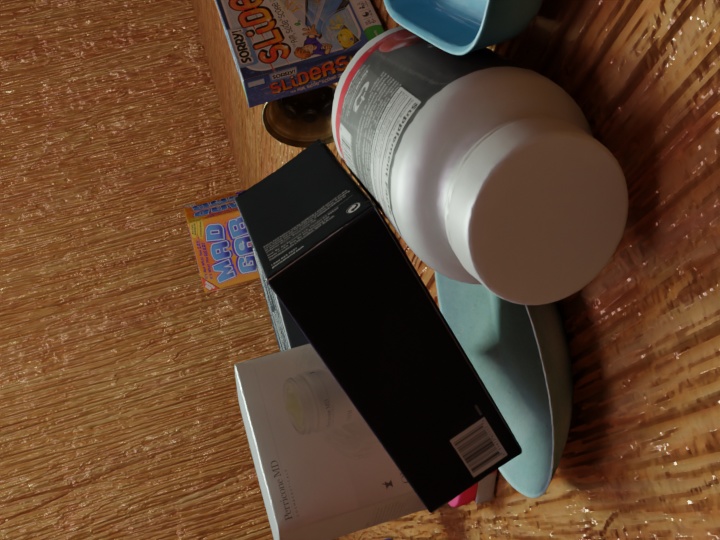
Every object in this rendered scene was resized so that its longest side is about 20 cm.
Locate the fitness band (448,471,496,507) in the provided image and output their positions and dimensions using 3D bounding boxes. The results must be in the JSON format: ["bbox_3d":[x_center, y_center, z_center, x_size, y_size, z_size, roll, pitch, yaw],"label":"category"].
[{"bbox_3d":[0.081,0.126,0.827,0.202,0.037,0.145,88,165,-45],"label":"fitness band"}]

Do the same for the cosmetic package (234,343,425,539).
[{"bbox_3d":[-0.029,0.194,1.060,0.124,0.196,0.202,95,157,-62],"label":"cosmetic package"}]

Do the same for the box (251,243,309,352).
[{"bbox_3d":[-0.066,0.038,1.267,0.198,0.121,0.204,178,76,-81],"label":"box"}]

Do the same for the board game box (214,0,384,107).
[{"bbox_3d":[-0.065,-0.247,0.842,0.035,0.133,0.202,83,168,-55],"label":"board game box"}]

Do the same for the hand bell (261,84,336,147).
[{"bbox_3d":[-0.064,-0.252,1.047,0.105,0.102,0.203,92,174,-58],"label":"hand bell"}]

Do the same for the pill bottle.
[{"bbox_3d":[0.058,-0.061,0.491,0.200,0.109,0.113,-123,21,-61],"label":"pill bottle"}]

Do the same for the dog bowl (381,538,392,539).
[{"bbox_3d":[0.041,0.552,1.503,0.200,0.077,0.204,165,90,-80],"label":"dog bowl"}]

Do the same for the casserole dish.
[{"bbox_3d":[0.055,-0.186,0.486,0.200,0.038,0.123,-122,34,-62],"label":"casserole dish"}]

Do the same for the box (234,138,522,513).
[{"bbox_3d":[0.009,0.033,0.590,0.201,0.078,0.142,57,-178,-27],"label":"box"}]

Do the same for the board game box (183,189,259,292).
[{"bbox_3d":[-0.373,-0.087,2.554,0.200,0.196,0.204,-129,26,-66],"label":"board game box"}]

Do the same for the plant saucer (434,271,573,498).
[{"bbox_3d":[0.100,0.047,0.610,0.201,0.038,0.205,166,91,-80],"label":"plant saucer"}]
